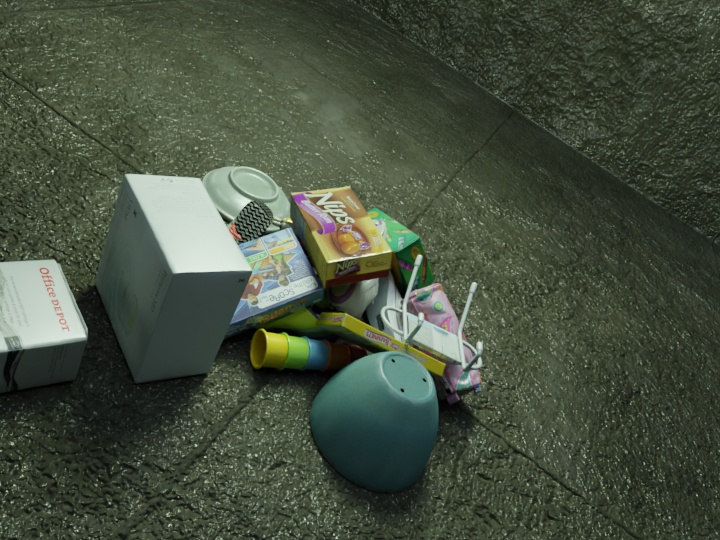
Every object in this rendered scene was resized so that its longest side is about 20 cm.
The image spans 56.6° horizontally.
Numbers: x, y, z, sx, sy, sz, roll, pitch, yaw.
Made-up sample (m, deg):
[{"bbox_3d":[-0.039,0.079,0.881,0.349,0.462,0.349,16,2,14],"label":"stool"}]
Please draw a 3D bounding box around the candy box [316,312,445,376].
[{"bbox_3d":[0.033,0.119,1.069,0.197,0.027,0.102,29,-12,-23],"label":"candy box"}]

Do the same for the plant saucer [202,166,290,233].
[{"bbox_3d":[-0.221,-0.158,1.351,0.196,0.051,0.202,23,33,-15],"label":"plant saucer"}]

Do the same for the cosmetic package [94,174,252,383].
[{"bbox_3d":[-0.269,0.010,0.933,0.121,0.202,0.201,-4,44,-42],"label":"cosmetic package"}]

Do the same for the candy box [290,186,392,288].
[{"bbox_3d":[-0.037,-0.061,1.121,0.114,0.057,0.202,-9,43,-20],"label":"candy box"}]

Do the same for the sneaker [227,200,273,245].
[{"bbox_3d":[-0.231,-0.033,1.159,0.070,0.094,0.200,41,59,1],"label":"sneaker"}]

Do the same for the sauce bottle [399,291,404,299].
[{"bbox_3d":[0.105,0.016,1.377,0.065,0.067,0.201,25,30,-9],"label":"sauce bottle"}]

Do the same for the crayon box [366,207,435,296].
[{"bbox_3d":[0.065,-0.033,1.292,0.057,0.121,0.200,-29,29,-11],"label":"crayon box"}]

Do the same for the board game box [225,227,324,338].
[{"bbox_3d":[-0.173,0.020,1.059,0.196,0.035,0.137,-20,59,-20],"label":"board game box"}]

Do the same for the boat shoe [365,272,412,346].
[{"bbox_3d":[0.056,0.087,1.227,0.065,0.073,0.204,23,49,-36],"label":"boat shoe"}]

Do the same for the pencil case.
[{"bbox_3d":[0.141,0.127,1.173,0.086,0.087,0.204,-12,78,-48],"label":"pencil case"}]

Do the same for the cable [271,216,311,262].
[{"bbox_3d":[-0.066,-0.044,1.196,0.195,0.051,0.098,10,36,-17],"label":"cable"}]

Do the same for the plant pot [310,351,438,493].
[{"bbox_3d":[0.040,0.202,0.995,0.196,0.136,0.202,22,33,-15],"label":"plant pot"}]

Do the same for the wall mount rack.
[{"bbox_3d":[0.133,0.073,1.106,0.197,0.075,0.175,26,32,-15],"label":"wall mount rack"}]

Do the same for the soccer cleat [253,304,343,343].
[{"bbox_3d":[-0.118,0.065,1.098,0.196,0.085,0.065,20,33,-17],"label":"soccer cleat"}]

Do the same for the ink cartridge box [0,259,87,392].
[{"bbox_3d":[-0.453,0.069,0.805,0.197,0.085,0.145,-5,47,-42],"label":"ink cartridge box"}]

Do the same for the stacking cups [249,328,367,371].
[{"bbox_3d":[-0.079,0.136,1.070,0.197,0.061,0.061,13,35,-37],"label":"stacking cups"}]

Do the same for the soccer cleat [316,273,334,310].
[{"bbox_3d":[-0.060,0.020,1.234,0.082,0.066,0.199,15,27,27],"label":"soccer cleat"}]

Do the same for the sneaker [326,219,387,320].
[{"bbox_3d":[0.000,0.000,1.187,0.073,0.100,0.203,5,55,30],"label":"sneaker"}]
